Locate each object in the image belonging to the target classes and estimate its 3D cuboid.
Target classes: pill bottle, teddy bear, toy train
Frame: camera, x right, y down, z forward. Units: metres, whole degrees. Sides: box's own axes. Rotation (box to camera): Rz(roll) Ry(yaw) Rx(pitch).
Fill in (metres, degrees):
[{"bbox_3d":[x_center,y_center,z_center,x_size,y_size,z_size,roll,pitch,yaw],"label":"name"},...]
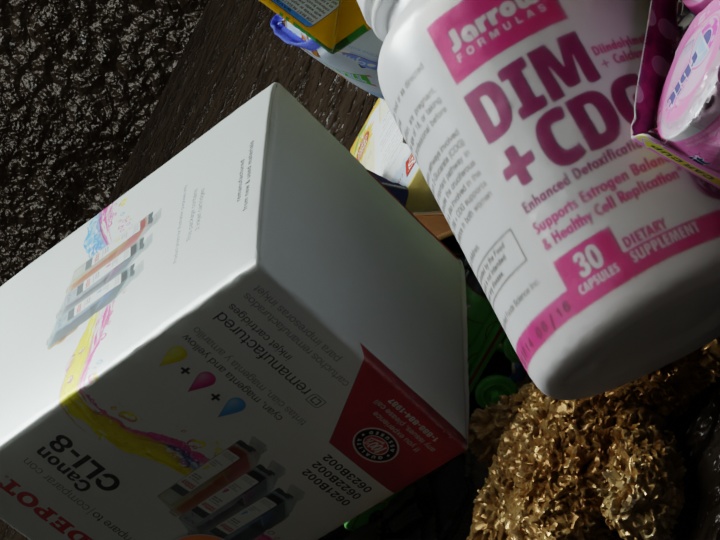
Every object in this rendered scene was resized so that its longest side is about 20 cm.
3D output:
[{"bbox_3d":[0.076,-0.061,0.746,0.201,0.113,0.113,63,142,18],"label":"pill bottle"},{"bbox_3d":[0.086,0.086,0.816,0.201,0.066,0.145,-60,18,25],"label":"teddy bear"},{"bbox_3d":[0.047,0.065,0.991,0.042,0.056,0.201,-93,27,-59],"label":"toy train"}]

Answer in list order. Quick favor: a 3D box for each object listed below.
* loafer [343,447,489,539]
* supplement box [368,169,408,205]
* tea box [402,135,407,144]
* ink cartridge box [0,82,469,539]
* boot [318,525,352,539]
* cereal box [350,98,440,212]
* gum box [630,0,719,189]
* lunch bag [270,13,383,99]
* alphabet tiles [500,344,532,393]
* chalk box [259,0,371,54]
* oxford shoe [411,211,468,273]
[{"bbox_3d":[0.006,0.168,0.980,0.200,0.063,0.072,-59,16,25],"label":"loafer"},{"bbox_3d":[-0.056,0.024,1.242,0.109,0.109,0.201,-146,68,-66],"label":"supplement box"},{"bbox_3d":[0.129,-0.156,0.906,0.200,0.133,0.197,-51,20,39],"label":"tea box"},{"bbox_3d":[-0.069,0.046,0.905,0.200,0.145,0.145,-34,31,25],"label":"ink cartridge box"},{"bbox_3d":[-0.093,0.137,1.052,0.080,0.158,0.211,-51,-13,7],"label":"boot"},{"bbox_3d":[0.036,-0.083,1.331,0.144,0.039,0.200,-60,16,31],"label":"cereal box"},{"bbox_3d":[0.174,-0.105,0.707,0.066,0.113,0.201,-45,25,51],"label":"gum box"},{"bbox_3d":[0.050,-0.152,1.134,0.200,0.169,0.124,-117,48,-74],"label":"lunch bag"},{"bbox_3d":[0.108,-0.004,1.005,0.167,0.006,0.200,-64,14,7],"label":"alphabet tiles"},{"bbox_3d":[-0.003,-0.237,0.946,0.124,0.125,0.201,-30,36,43],"label":"chalk box"},{"bbox_3d":[0.000,0.000,1.012,0.071,0.199,0.072,-168,69,-69],"label":"oxford shoe"}]
